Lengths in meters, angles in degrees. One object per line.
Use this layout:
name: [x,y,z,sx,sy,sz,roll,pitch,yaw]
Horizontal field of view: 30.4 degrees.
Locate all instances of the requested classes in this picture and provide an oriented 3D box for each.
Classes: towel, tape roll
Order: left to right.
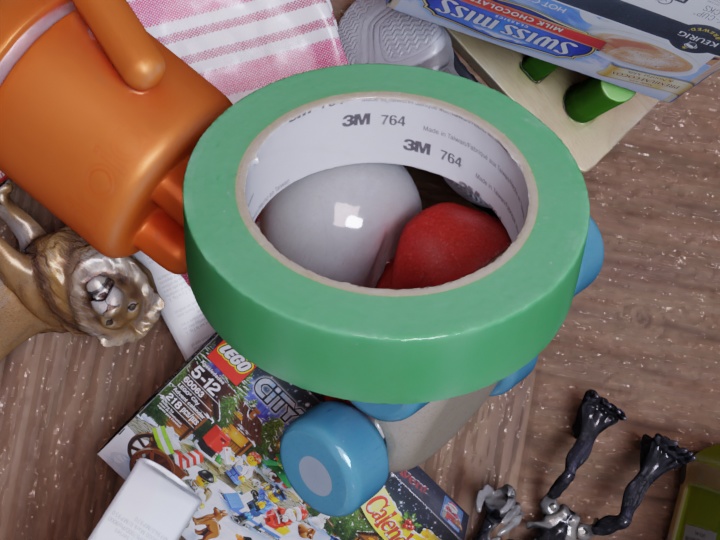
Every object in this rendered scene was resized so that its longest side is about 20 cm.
towel: [-0.071,-0.102,0.828,0.146,0.030,0.201,-18,93,-9]
tape roll: [0.012,-0.025,0.663,0.200,0.048,0.201,1,46,-1]

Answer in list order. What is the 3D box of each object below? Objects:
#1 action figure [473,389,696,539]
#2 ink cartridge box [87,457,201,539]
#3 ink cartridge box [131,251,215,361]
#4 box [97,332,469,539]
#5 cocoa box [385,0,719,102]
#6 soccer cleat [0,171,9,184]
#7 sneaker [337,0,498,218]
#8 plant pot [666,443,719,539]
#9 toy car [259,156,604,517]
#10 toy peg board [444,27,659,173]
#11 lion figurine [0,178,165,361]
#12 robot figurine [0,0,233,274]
action figure: [0.124,0.177,0.861,0.119,0.102,0.200,34,83,10]
ink cartridge box: [-0.170,0.216,0.762,0.057,0.163,0.200,37,65,0]
ink cartridge box: [-0.056,0.004,0.880,0.161,0.050,0.201,-27,103,-8]
box: [-0.049,0.137,0.842,0.200,0.038,0.137,44,110,-4]
cocoa box: [0.134,-0.204,0.768,0.199,0.131,0.134,16,70,-14]
soccer cleat: [-0.222,-0.128,0.836,0.068,0.085,0.200,29,84,-6]
sneaker: [0.063,-0.099,0.881,0.075,0.114,0.200,-44,58,9]
plant pot: [0.292,0.210,0.839,0.181,0.200,0.200,15,86,1]
toy car: [0.000,0.000,0.774,0.200,0.177,0.184,44,46,17]
toy peg board: [0.159,-0.206,0.886,0.199,0.098,0.200,-44,94,-7]
lion figurine: [-0.228,0.027,0.834,0.200,0.073,0.123,-30,111,20]
robot figurine: [-0.150,-0.088,0.751,0.200,0.144,0.117,38,84,7]
